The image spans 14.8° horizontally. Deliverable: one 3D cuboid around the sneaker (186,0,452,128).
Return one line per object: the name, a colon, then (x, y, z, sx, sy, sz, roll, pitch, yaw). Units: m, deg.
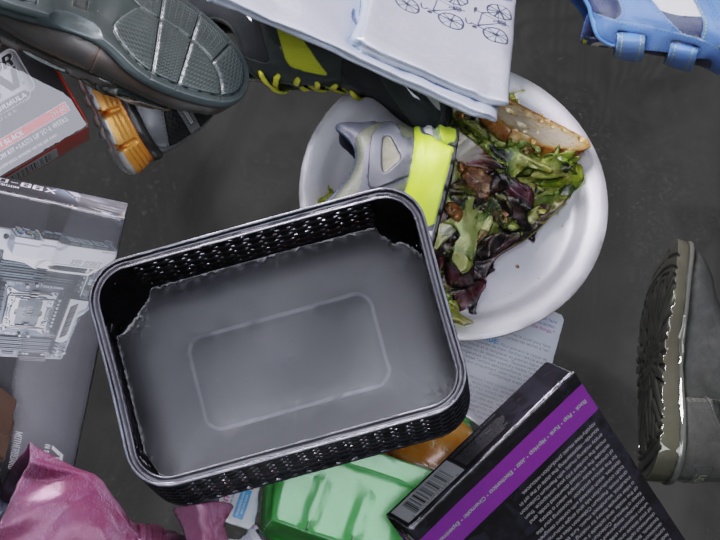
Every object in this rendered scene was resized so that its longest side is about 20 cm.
sneaker: (-0.028, -0.139, 1.774, 0.200, 0.074, 0.085, 40, 92, 17)

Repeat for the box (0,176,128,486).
box: (-0.239, 0.041, 1.714, 0.157, 0.050, 0.201, 12, 102, -4)

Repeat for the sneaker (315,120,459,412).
sneaker: (0.000, 0.000, 1.697, 0.081, 0.074, 0.201, 14, 78, 3)

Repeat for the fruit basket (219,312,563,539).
fruit basket: (0.017, 0.092, 1.759, 0.185, 0.094, 0.201, 18, 67, -4)

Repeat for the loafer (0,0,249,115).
loafer: (-0.166, -0.147, 1.705, 0.199, 0.063, 0.072, 25, 54, -18)

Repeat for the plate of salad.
plate of salad: (0.061, -0.051, 1.765, 0.199, 0.048, 0.201, 2, 66, -5)

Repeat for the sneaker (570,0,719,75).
sneaker: (0.191, -0.163, 1.803, 0.200, 0.074, 0.082, 36, 83, 6)

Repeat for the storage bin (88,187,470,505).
storage bin: (-0.045, 0.046, 1.609, 0.199, 0.094, 0.136, -15, 78, 0)

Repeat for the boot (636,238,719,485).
boot: (0.279, 0.081, 1.783, 0.199, 0.073, 0.183, 9, 69, -9)

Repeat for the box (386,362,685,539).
box: (0.122, 0.176, 1.725, 0.143, 0.036, 0.200, -42, 117, -14)

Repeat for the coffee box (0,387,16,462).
coffee box: (-0.312, 0.129, 1.662, 0.114, 0.080, 0.200, 40, 108, -16)

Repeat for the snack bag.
snack bag: (0.005, -0.181, 1.738, 0.199, 0.189, 0.021, 23, 123, -8)

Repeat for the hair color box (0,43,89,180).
hair color box: (-0.263, -0.148, 1.756, 0.101, 0.061, 0.200, -31, 87, -7)

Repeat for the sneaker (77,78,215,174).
sneaker: (-0.157, -0.165, 1.766, 0.077, 0.078, 0.201, -23, 97, -8)

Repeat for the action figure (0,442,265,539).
action figure: (-0.132, 0.176, 1.662, 0.199, 0.134, 0.149, 12, 42, -7)
